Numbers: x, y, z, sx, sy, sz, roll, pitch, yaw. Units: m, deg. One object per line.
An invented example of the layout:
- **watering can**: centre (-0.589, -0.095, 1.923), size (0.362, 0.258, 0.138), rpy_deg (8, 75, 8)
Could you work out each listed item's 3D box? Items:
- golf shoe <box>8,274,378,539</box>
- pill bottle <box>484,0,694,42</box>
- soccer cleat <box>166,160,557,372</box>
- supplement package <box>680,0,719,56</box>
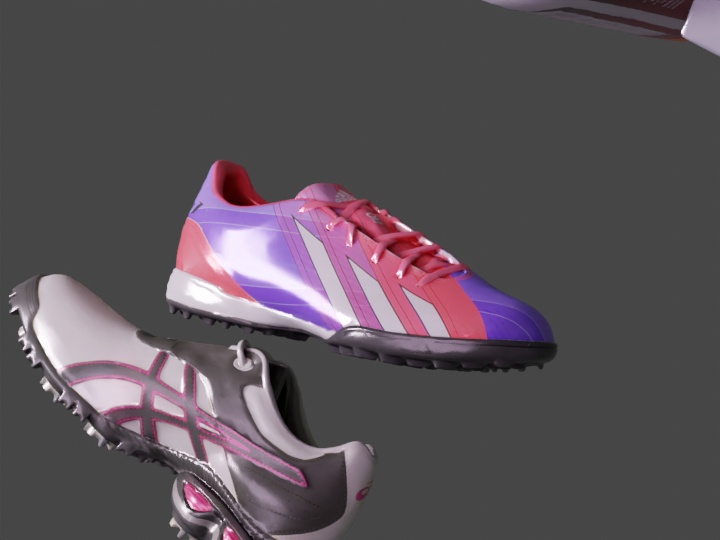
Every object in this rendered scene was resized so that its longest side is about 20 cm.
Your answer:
- **golf shoe**: centre (-0.074, 0.059, 1.282), size (0.200, 0.077, 0.088), rpy_deg (44, 100, 21)
- **pill bottle**: centre (0.086, -0.150, 1.088), size (0.109, 0.200, 0.110), rpy_deg (-2, 87, 35)
- **soccer cleat**: centre (0.000, 0.000, 1.228), size (0.199, 0.068, 0.074), rpy_deg (11, 91, 38)
- **supplement package**: centre (0.247, -0.113, 1.027), size (0.200, 0.111, 0.156), rpy_deg (30, 105, 33)
